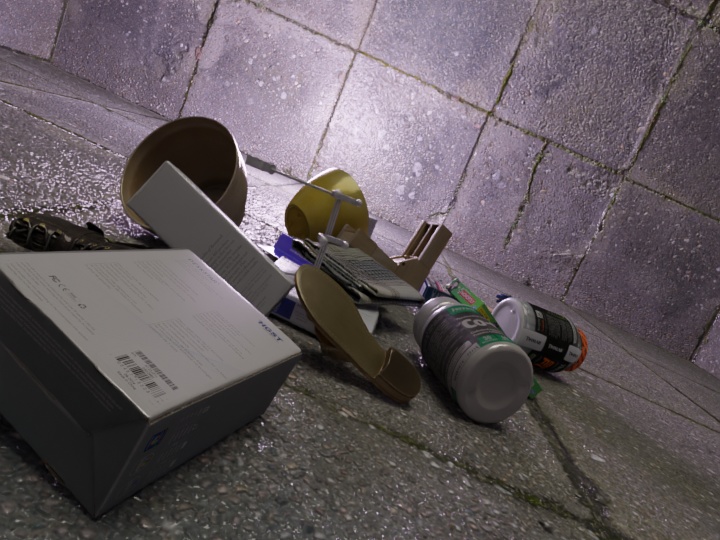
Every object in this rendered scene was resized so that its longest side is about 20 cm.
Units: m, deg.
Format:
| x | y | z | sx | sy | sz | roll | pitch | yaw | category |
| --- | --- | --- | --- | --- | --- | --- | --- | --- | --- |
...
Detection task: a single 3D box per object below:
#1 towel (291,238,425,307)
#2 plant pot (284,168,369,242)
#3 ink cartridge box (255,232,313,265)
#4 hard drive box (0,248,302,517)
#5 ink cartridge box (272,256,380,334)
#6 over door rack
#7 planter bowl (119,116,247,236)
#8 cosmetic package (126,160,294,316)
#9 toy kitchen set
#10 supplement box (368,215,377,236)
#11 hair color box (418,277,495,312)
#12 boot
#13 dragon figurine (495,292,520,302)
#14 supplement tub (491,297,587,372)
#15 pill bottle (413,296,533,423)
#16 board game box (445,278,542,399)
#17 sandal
| x | y | z | sx | sy | sz | roll | pitch | yaw | category |
| --- | --- | --- | --- | --- | --- | --- | --- | --- | --- |
| 0.000 | 0.000 | 0.940 | 0.192 | 0.035 | 0.198 | 39 | 19 | 33 | towel |
| -0.095 | -0.123 | 1.263 | 0.140 | 0.205 | 0.198 | -24 | 42 | -38 | plant pot |
| -0.083 | -0.022 | 1.079 | 0.197 | 0.044 | 0.197 | 14 | 9 | -42 | ink cartridge box |
| -0.156 | 0.060 | 0.406 | 0.155 | 0.078 | 0.199 | 38 | 14 | 14 | hard drive box |
| -0.067 | 0.048 | 0.825 | 0.195 | 0.041 | 0.200 | 25 | 10 | 3 | ink cartridge box |
| -0.088 | -0.055 | 0.764 | 0.197 | 0.151 | 0.066 | 15 | 7 | -43 | over door rack |
| -0.265 | -0.124 | 0.878 | 0.197 | 0.202 | 0.135 | 28 | -15 | 23 | planter bowl |
| -0.172 | -0.027 | 0.649 | 0.200 | 0.071 | 0.101 | 45 | -5 | -2 | cosmetic package |
| 0.055 | -0.074 | 1.204 | 0.199 | 0.182 | 0.162 | 40 | -11 | -26 | toy kitchen set |
| -0.053 | -0.137 | 1.579 | 0.100 | 0.106 | 0.198 | 30 | 13 | 34 | supplement box |
| 0.228 | 0.089 | 1.233 | 0.196 | 0.062 | 0.100 | 25 | 11 | -3 | hair color box |
| -0.286 | -0.011 | 0.573 | 0.170 | 0.071 | 0.200 | 22 | 1 | -12 | boot |
| 0.427 | 0.124 | 1.398 | 0.196 | 0.102 | 0.059 | 20 | 11 | -22 | dragon figurine |
| 0.377 | 0.143 | 1.140 | 0.196 | 0.125 | 0.123 | 20 | 11 | -22 | supplement tub |
| 0.152 | 0.118 | 0.779 | 0.111 | 0.116 | 0.200 | 19 | 11 | -21 | pill bottle |
| 0.232 | 0.117 | 0.944 | 0.201 | 0.029 | 0.135 | 53 | 1 | -19 | board game box |
| -0.021 | 0.094 | 0.673 | 0.212 | 0.070 | 0.078 | 45 | 37 | 0 | sandal |
